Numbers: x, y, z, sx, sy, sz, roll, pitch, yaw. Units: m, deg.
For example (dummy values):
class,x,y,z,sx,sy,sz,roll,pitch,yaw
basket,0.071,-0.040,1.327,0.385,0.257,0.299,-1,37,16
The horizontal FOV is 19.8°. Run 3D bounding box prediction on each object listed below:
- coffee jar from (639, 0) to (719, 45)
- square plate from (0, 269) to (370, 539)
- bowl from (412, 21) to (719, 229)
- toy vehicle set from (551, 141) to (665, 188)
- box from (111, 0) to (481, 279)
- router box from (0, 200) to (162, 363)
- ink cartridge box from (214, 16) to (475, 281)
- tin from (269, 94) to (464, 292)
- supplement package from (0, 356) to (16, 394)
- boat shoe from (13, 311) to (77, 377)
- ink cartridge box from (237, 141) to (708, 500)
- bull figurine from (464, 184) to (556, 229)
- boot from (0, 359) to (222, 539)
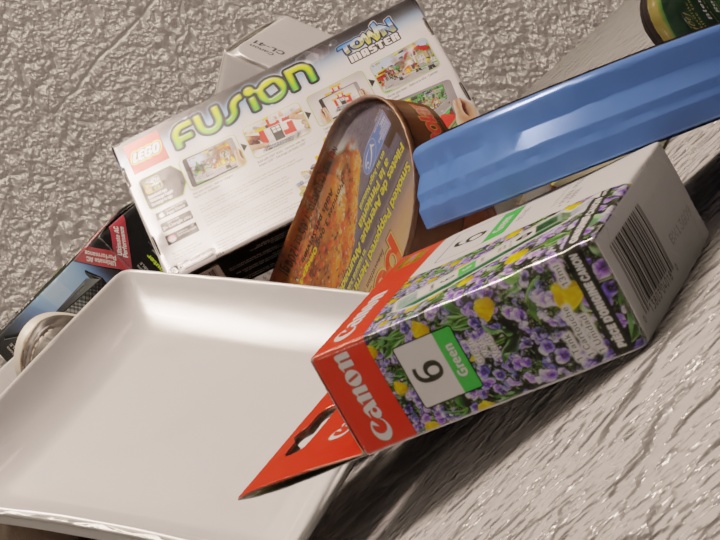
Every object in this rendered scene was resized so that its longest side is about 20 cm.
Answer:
class,x,y,z,sx,sy,sz,roll,pitch,yaw
coffee jar,0.219,-0.159,1.089,0.104,0.085,0.200,-43,2,-10
square plate,-0.076,0.069,0.973,0.198,0.028,0.200,5,34,26
bowl,0.118,-0.072,0.944,0.200,0.039,0.201,-20,0,0
toy vehicle set,0.119,-0.042,1.315,0.200,0.027,0.124,-42,3,25
box,-0.034,-0.069,1.193,0.200,0.110,0.035,-26,-34,1
router box,-0.140,0.070,1.436,0.150,0.200,0.062,-41,4,39
ink cartridge box,-0.026,-0.039,1.318,0.086,0.148,0.200,-44,-26,-58
tin,0.000,0.000,1.110,0.200,0.042,0.112,-66,31,32
supplement package,-0.221,0.179,1.264,0.200,0.152,0.151,-45,-7,-29
boat shoe,-0.099,0.059,1.159,0.057,0.200,0.067,20,101,47
ink cartridge box,0.036,0.022,0.849,0.200,0.050,0.109,-24,12,29
bull figurine,0.046,0.006,1.214,0.200,0.065,0.121,-43,6,21
boot,-0.081,0.117,0.998,0.200,0.070,0.146,-13,36,-14
